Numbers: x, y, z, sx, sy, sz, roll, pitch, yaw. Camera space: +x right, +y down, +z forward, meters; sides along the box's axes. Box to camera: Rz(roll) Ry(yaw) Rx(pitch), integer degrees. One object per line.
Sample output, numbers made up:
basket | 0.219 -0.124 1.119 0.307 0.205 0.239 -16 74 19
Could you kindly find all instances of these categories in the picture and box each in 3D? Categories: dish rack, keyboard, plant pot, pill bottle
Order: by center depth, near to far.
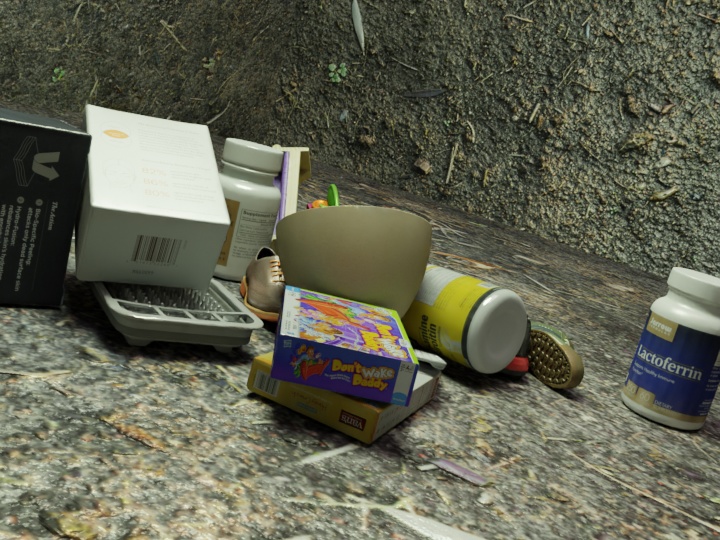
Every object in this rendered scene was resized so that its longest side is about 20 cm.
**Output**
dish rack | -0.220 0.044 0.941 0.171 0.044 0.200 7 14 -31
keyboard | 0.072 0.103 1.005 0.056 0.011 0.200 20 -2 3
plant pot | -0.009 0.012 1.025 0.199 0.135 0.200 0 -14 0
pill bottle | 0.114 0.056 1.097 0.112 0.112 0.200 4 11 -43
pill bottle | 0.441 0.104 1.116 0.115 0.201 0.116 14 11 -3
pill bottle | -0.183 -0.094 1.249 0.114 0.201 0.114 14 11 -3

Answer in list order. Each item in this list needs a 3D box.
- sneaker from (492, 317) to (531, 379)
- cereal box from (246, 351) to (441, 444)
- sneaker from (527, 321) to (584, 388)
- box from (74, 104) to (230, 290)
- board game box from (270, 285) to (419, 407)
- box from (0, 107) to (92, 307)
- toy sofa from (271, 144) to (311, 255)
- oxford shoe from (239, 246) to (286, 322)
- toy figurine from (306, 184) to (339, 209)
sneaker | 0.192 0.079 1.179 0.071 0.098 0.200 10 11 -15
cereal box | -0.010 0.116 0.874 0.143 0.040 0.200 19 12 20
sneaker | 0.280 0.115 1.185 0.090 0.067 0.200 4 12 -24
box | -0.251 -0.086 0.961 0.152 0.107 0.200 6 39 -25
board game box | -0.021 0.073 0.852 0.134 0.045 0.200 13 10 -7
box | -0.415 -0.075 0.870 0.200 0.197 0.117 6 13 -39
toy sofa | -0.137 -0.111 1.395 0.097 0.201 0.083 1 -30 1
oxford shoe | -0.121 0.019 1.110 0.071 0.073 0.200 10 13 -25
toy figurine | -0.134 -0.068 1.477 0.183 0.151 0.200 -1 39 -10
